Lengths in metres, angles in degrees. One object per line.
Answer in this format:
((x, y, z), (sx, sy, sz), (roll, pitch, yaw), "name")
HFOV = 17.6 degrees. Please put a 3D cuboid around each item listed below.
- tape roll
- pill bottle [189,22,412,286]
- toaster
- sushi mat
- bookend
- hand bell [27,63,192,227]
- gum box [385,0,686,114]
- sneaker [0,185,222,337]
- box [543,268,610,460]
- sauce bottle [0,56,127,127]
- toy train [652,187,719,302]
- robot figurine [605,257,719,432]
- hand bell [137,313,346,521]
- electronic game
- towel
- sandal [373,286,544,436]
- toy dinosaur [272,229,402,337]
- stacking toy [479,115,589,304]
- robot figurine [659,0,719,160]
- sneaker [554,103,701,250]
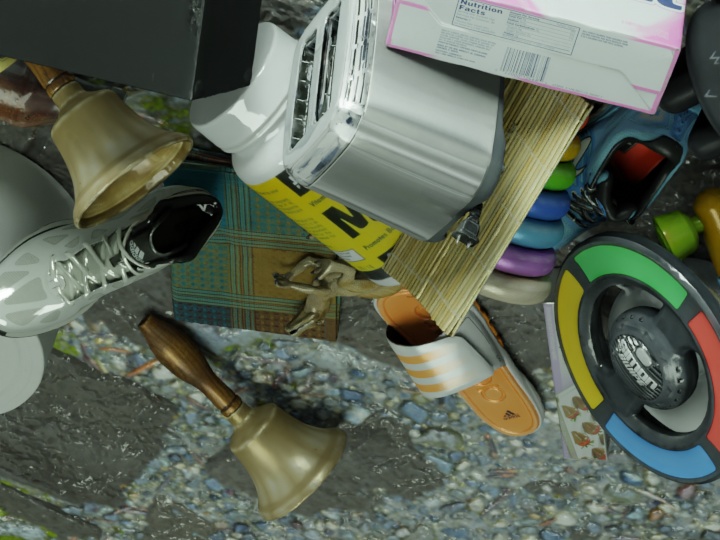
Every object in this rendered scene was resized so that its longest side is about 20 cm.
((-0.335, 0.006, 1.889), (0.202, 0.139, 0.203), (7, 138, 6), "tape roll")
((-0.022, -0.087, 1.721), (0.200, 0.114, 0.114), (37, 134, -25), "pill bottle")
((0.024, -0.110, 1.609), (0.129, 0.200, 0.114), (20, 144, -21), "toaster")
((0.088, -0.058, 1.643), (0.012, 0.096, 0.200), (14, 114, -40), "sushi mat")
((-0.168, -0.235, 1.576), (0.200, 0.092, 0.199), (13, 106, 20), "bookend")
((-0.224, -0.140, 1.701), (0.200, 0.104, 0.104), (52, 135, 7), "hand bell")
((0.116, -0.189, 1.569), (0.200, 0.114, 0.066), (14, 139, -2), "gum box")
((-0.194, -0.015, 1.753), (0.076, 0.200, 0.115), (63, 165, -3), "sneaker")
((0.179, 0.079, 1.908), (0.039, 0.041, 0.200), (2, 138, 13), "box")
((-0.277, -0.146, 1.762), (0.200, 0.066, 0.066), (17, 139, -7), "sauce bottle")
((0.262, -0.046, 1.687), (0.116, 0.085, 0.200), (-23, 110, 1), "toy train")
((0.264, 0.069, 1.818), (0.169, 0.113, 0.200), (-13, 132, 26), "robot figurine")
((-0.117, 0.112, 2.005), (0.200, 0.104, 0.104), (45, 131, -16), "hand bell")
((0.213, 0.065, 1.707), (0.200, 0.042, 0.200), (38, 141, 38), "electronic game")
((-0.085, -0.019, 1.885), (0.146, 0.022, 0.200), (8, 140, 6), "towel")
((0.086, 0.086, 1.924), (0.079, 0.059, 0.207), (-20, 128, 33), "sandal")
((0.000, 0.000, 1.841), (0.200, 0.058, 0.101), (-17, 147, 41), "toy dinosaur")
((0.125, -0.080, 1.668), (0.085, 0.085, 0.200), (17, 107, -4), "stacking toy")
((0.298, -0.144, 1.561), (0.200, 0.125, 0.150), (-23, 150, 35), "robot figurine")
((0.172, -0.068, 1.707), (0.078, 0.090, 0.200), (28, 137, -16), "sneaker")
